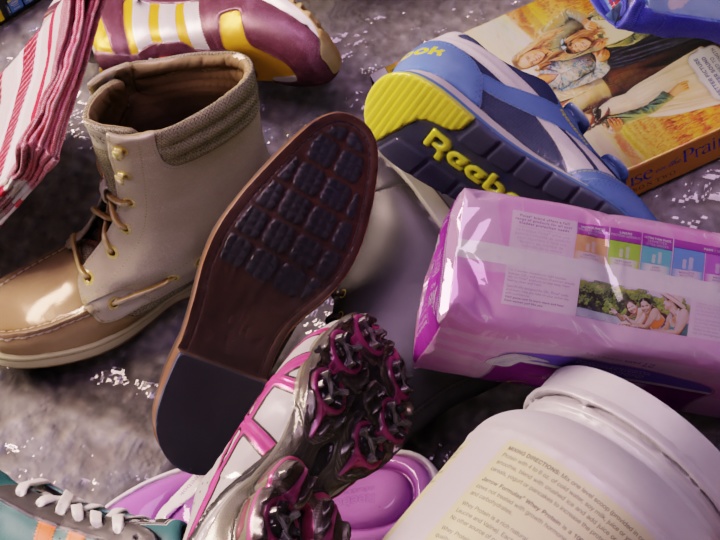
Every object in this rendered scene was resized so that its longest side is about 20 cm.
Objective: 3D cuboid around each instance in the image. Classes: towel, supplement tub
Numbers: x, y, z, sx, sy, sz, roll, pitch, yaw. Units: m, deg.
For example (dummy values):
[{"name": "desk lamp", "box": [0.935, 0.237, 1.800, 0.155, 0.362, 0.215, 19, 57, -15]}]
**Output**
[{"name": "towel", "box": [-0.205, -0.077, 1.139, 0.023, 0.200, 0.144, 26, 53, -21]}, {"name": "supplement tub", "box": [0.076, 0.157, 0.917, 0.145, 0.145, 0.200, 31, 67, 29]}]

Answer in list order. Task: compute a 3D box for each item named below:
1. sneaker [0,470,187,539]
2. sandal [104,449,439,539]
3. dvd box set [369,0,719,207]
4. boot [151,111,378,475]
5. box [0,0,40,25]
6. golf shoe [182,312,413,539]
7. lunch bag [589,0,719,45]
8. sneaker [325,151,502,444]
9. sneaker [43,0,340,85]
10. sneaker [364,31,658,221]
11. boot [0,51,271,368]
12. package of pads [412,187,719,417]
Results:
[{"name": "sneaker", "box": [-0.125, 0.143, 0.992, 0.200, 0.071, 0.080, 36, 98, 13]}, {"name": "sandal", "box": [-0.058, 0.122, 1.031, 0.202, 0.050, 0.083, -14, 52, 5]}, {"name": "dvd box set", "box": [0.123, -0.099, 1.158, 0.200, 0.029, 0.147, -24, 54, -4]}, {"name": "boot", "box": [-0.059, 0.006, 1.052, 0.075, 0.097, 0.200, 29, 88, -14]}, {"name": "box", "box": [-0.285, -0.236, 1.340, 0.160, 0.049, 0.200, -33, 55, -13]}, {"name": "golf shoe", "box": [-0.039, 0.091, 0.955, 0.092, 0.073, 0.200, -21, 24, 34]}, {"name": "lunch bag", "box": [0.189, -0.198, 1.149, 0.150, 0.094, 0.200, 2, 57, -27]}, {"name": "sneaker", "box": [0.000, 0.000, 1.087, 0.106, 0.075, 0.200, -34, 56, -15]}, {"name": "sneaker", "box": [-0.106, -0.131, 1.206, 0.200, 0.075, 0.090, 20, 69, 32]}, {"name": "sneaker", "box": [0.098, -0.055, 1.065, 0.200, 0.074, 0.082, 40, 41, -8]}, {"name": "boot", "box": [-0.136, -0.034, 1.094, 0.200, 0.155, 0.072, -22, 53, -5]}, {"name": "package of pads", "box": [0.130, 0.021, 0.981, 0.199, 0.121, 0.076, 9, 73, -4]}]
